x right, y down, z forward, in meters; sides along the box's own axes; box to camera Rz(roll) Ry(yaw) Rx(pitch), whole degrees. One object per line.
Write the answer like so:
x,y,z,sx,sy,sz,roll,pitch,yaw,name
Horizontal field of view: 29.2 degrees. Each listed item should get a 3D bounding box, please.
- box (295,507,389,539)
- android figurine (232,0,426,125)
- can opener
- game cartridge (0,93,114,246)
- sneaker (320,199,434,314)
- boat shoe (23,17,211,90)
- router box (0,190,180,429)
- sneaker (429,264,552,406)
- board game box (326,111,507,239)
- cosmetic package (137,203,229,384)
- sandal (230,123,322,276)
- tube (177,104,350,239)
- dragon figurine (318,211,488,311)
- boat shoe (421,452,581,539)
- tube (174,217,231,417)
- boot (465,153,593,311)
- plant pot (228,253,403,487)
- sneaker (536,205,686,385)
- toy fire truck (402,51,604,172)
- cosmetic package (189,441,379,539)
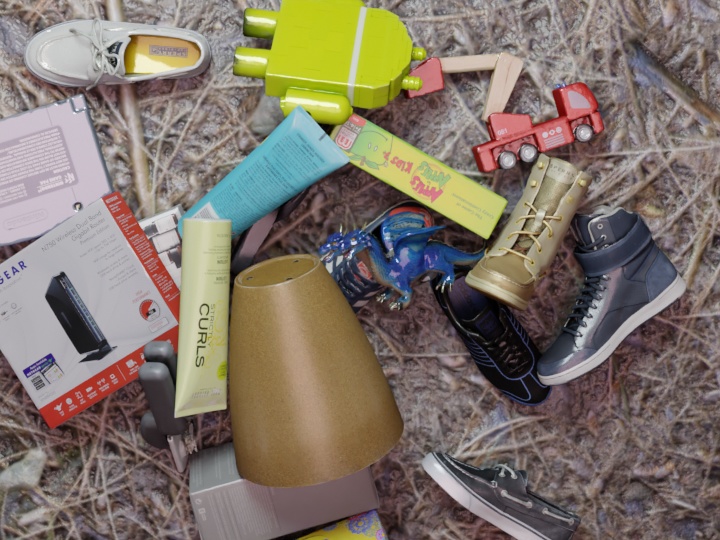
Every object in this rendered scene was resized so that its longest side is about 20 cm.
-0.034,0.396,1.499,0.198,0.122,0.194,-21,127,-1,box
-0.030,-0.225,1.443,0.197,0.184,0.041,7,141,-1,android figurine
-0.210,0.148,1.465,0.066,0.201,0.053,3,53,3,can opener
-0.373,-0.098,1.494,0.198,0.040,0.135,-16,95,-1,game cartridge
0.000,0.000,1.506,0.075,0.085,0.200,44,93,-8,sneaker
-0.258,-0.227,1.459,0.199,0.086,0.076,2,97,-4,boat shoe
-0.296,0.044,1.478,0.199,0.049,0.181,-31,95,18,router box
0.146,0.074,1.528,0.070,0.078,0.200,-40,98,2,sneaker
0.055,-0.106,1.487,0.199,0.102,0.048,29,94,-7,board game box
-0.199,0.037,1.515,0.082,0.051,0.202,-21,98,0,cosmetic package
-0.084,-0.081,1.500,0.042,0.076,0.202,25,105,-9,sandal
-0.107,-0.087,1.433,0.199,0.051,0.077,-35,116,28,tube
0.056,-0.025,1.436,0.198,0.059,0.101,-20,114,-20,dragon figurine
0.161,0.249,1.555,0.199,0.072,0.068,34,96,-10,boat shoe
-0.159,0.047,1.419,0.057,0.052,0.203,2,94,-11,tube
0.181,-0.043,1.448,0.072,0.200,0.157,29,103,12,boot
-0.065,0.092,1.447,0.184,0.187,0.202,-14,107,-2,plant pot
0.246,0.018,1.517,0.202,0.077,0.147,-39,109,-12,sneaker
0.156,-0.184,1.511,0.198,0.049,0.143,-19,97,-2,toy fire truck
-0.085,0.230,1.515,0.197,0.107,0.091,-12,108,-1,cosmetic package
